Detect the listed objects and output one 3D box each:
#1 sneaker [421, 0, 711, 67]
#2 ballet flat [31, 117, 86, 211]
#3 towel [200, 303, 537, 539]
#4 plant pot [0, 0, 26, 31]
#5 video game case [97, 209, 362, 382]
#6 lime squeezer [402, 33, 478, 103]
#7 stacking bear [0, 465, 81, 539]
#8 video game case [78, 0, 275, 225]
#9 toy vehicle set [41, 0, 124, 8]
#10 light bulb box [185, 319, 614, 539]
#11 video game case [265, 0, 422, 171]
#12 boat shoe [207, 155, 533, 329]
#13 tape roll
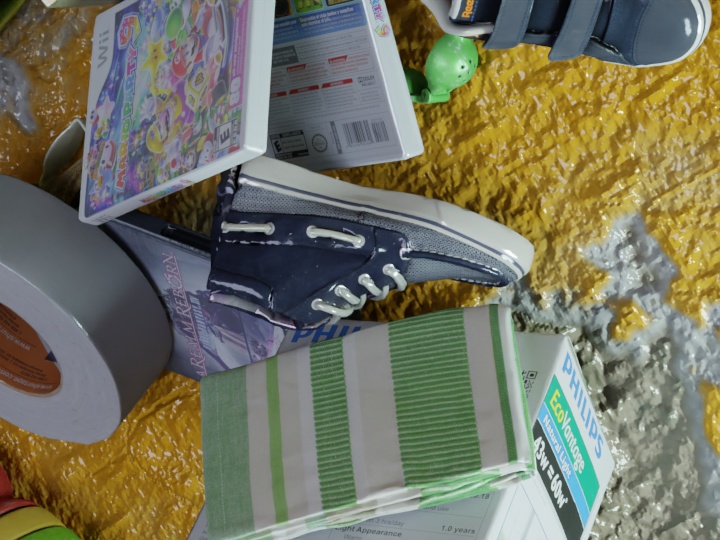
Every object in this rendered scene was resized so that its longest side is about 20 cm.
[{"bbox_3d":[0.100,-0.160,1.619,0.199,0.079,0.079,22,125,13],"label":"sneaker"},{"bbox_3d":[-0.170,-0.075,1.882,0.200,0.068,0.073,-34,69,43],"label":"ballet flat"},{"bbox_3d":[0.002,0.093,1.663,0.199,0.153,0.023,-17,132,10],"label":"towel"},{"bbox_3d":[-0.321,-0.214,1.846,0.200,0.181,0.199,52,129,6],"label":"plant pot"},{"bbox_3d":[-0.079,0.036,1.850,0.199,0.019,0.143,19,142,27],"label":"video game case"},{"bbox_3d":[0.030,-0.131,1.724,0.071,0.038,0.200,51,131,3],"label":"lime squeezer"},{"bbox_3d":[-0.255,0.214,2.027,0.121,0.114,0.200,-46,68,21],"label":"stacking bear"},{"bbox_3d":[-0.116,-0.118,1.754,0.200,0.018,0.144,-20,63,53],"label":"video game case"},{"bbox_3d":[-0.222,-0.256,1.793,0.026,0.124,0.200,-37,85,19],"label":"toy vehicle set"},{"bbox_3d":[0.026,0.146,1.707,0.197,0.200,0.125,4,138,27],"label":"light bulb box"},{"bbox_3d":[-0.035,-0.161,1.731,0.143,0.018,0.201,-5,103,54],"label":"video game case"},{"bbox_3d":[0.000,0.000,1.719,0.199,0.075,0.093,14,74,7],"label":"boat shoe"},{"bbox_3d":[-0.228,0.027,1.903,0.200,0.066,0.201,25,146,18],"label":"tape roll"}]
